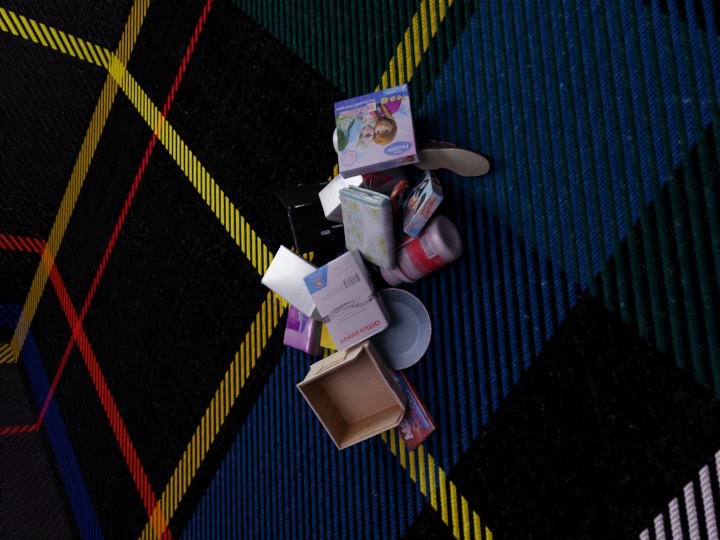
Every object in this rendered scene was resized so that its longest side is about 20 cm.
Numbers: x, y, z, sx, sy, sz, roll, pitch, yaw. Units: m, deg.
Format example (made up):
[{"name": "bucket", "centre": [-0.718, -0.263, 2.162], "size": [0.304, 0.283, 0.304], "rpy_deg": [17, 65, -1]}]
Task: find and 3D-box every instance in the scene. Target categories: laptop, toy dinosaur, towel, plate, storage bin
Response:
[{"name": "laptop", "centre": [-0.132, -0.156, 1.692], "size": [0.103, 0.173, 0.205], "rpy_deg": [160, 95, -69]}, {"name": "toy dinosaur", "centre": [0.090, -0.155, 1.486], "size": [0.204, 0.103, 0.181], "rpy_deg": [65, 172, -5]}, {"name": "towel", "centre": [0.018, -0.109, 1.451], "size": [0.199, 0.047, 0.175], "rpy_deg": [29, 134, 53]}, {"name": "plate", "centre": [0.083, 0.147, 1.503], "size": [0.194, 0.026, 0.206], "rpy_deg": [0, 92, 11]}, {"name": "storage bin", "centre": [-0.016, 0.304, 1.466], "size": [0.196, 0.094, 0.203], "rpy_deg": [-28, 102, 24]}]

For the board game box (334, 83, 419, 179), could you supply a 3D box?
[{"name": "board game box", "centre": [0.037, -0.343, 1.468], "size": [0.195, 0.041, 0.205], "rpy_deg": [-12, 68, 14]}]

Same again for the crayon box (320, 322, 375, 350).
[{"name": "crayon box", "centre": [-0.018, 0.162, 1.613], "size": [0.197, 0.058, 0.122], "rpy_deg": [8, 90, 42]}]

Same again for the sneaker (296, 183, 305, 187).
[{"name": "sneaker", "centre": [-0.134, -0.174, 1.759], "size": [0.080, 0.073, 0.204], "rpy_deg": [-33, 71, 26]}]

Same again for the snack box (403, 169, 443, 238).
[{"name": "snack box", "centre": [0.148, -0.166, 1.436], "size": [0.117, 0.037, 0.201], "rpy_deg": [-56, 11, 22]}]

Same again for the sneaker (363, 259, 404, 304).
[{"name": "sneaker", "centre": [0.033, 0.039, 1.537], "size": [0.198, 0.082, 0.074], "rpy_deg": [37, 112, 12]}]

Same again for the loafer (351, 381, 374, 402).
[{"name": "loafer", "centre": [-0.004, 0.331, 1.557], "size": [0.071, 0.072, 0.203], "rpy_deg": [44, 128, 29]}]

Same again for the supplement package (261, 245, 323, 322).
[{"name": "supplement package", "centre": [-0.149, 0.040, 1.615], "size": [0.198, 0.117, 0.119], "rpy_deg": [33, 93, 30]}]

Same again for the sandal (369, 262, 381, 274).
[{"name": "sandal", "centre": [0.000, 0.001, 1.623], "size": [0.198, 0.047, 0.077], "rpy_deg": [-25, 69, 37]}]

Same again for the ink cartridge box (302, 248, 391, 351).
[{"name": "ink cartridge box", "centre": [-0.030, 0.071, 1.464], "size": [0.143, 0.084, 0.204], "rpy_deg": [-27, 90, 11]}]

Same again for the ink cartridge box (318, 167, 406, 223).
[{"name": "ink cartridge box", "centre": [0.007, -0.214, 1.576], "size": [0.199, 0.146, 0.087], "rpy_deg": [-37, 60, 32]}]

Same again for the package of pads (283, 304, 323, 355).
[{"name": "package of pads", "centre": [-0.153, 0.134, 1.726], "size": [0.118, 0.075, 0.206], "rpy_deg": [11, 93, 39]}]

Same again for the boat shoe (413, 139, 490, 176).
[{"name": "boat shoe", "centre": [0.223, -0.277, 1.438], "size": [0.197, 0.075, 0.064], "rpy_deg": [13, 49, 30]}]

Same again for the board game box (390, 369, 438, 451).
[{"name": "board game box", "centre": [0.110, 0.339, 1.503], "size": [0.103, 0.019, 0.202], "rpy_deg": [-49, 56, 28]}]

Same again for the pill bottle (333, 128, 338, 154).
[{"name": "pill bottle", "centre": [0.027, -0.359, 1.597], "size": [0.197, 0.114, 0.119], "rpy_deg": [1, 85, 41]}]

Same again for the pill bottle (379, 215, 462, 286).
[{"name": "pill bottle", "centre": [0.143, -0.041, 1.456], "size": [0.198, 0.111, 0.115], "rpy_deg": [-31, 65, 36]}]
